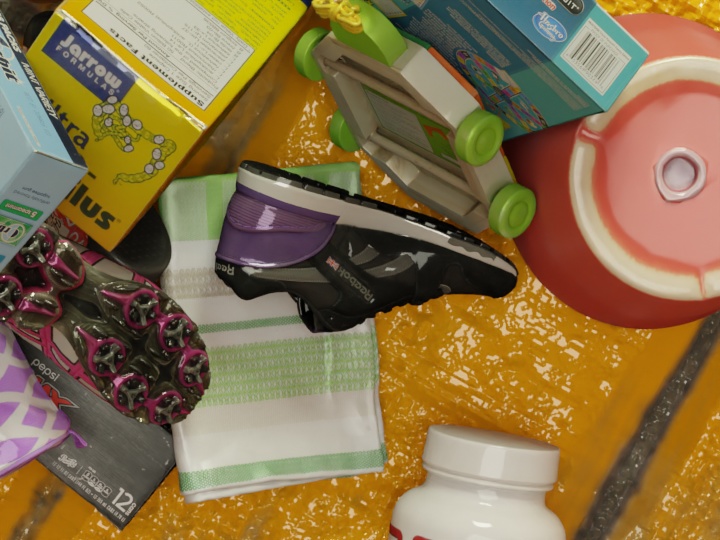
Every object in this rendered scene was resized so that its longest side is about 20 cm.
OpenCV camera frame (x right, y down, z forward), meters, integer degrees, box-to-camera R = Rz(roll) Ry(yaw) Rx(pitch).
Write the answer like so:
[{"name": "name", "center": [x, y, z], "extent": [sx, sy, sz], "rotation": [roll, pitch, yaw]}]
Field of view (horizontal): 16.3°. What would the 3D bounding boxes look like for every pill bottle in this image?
[{"name": "pill bottle", "center": [0.067, 0.203, 1.570], "extent": [0.111, 0.112, 0.202], "rotation": [9, 94, -2]}]

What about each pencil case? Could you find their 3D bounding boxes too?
[{"name": "pencil case", "center": [-0.245, 0.033, 1.506], "extent": [0.085, 0.084, 0.201], "rotation": [-25, 94, -21]}]

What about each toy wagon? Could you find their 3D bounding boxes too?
[{"name": "toy wagon", "center": [0.027, -0.100, 1.506], "extent": [0.155, 0.200, 0.040], "rotation": [30, 69, 38]}]

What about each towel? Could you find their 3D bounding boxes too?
[{"name": "towel", "center": [-0.053, 0.037, 1.566], "extent": [0.148, 0.031, 0.202], "rotation": [-7, 95, -31]}]

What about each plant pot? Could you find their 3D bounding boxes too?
[{"name": "plant pot", "center": [0.185, -0.058, 1.525], "extent": [0.199, 0.177, 0.202], "rotation": [0, 93, -1]}]

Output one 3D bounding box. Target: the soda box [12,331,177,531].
[{"name": "soda box", "center": [-0.203, 0.071, 1.579], "extent": [0.200, 0.063, 0.071], "rotation": [40, 91, -4]}]

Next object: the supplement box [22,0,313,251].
[{"name": "supplement box", "center": [-0.126, -0.121, 1.489], "extent": [0.109, 0.200, 0.110], "rotation": [38, 122, -3]}]

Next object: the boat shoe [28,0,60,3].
[{"name": "boat shoe", "center": [-0.145, -0.249, 1.564], "extent": [0.200, 0.070, 0.070], "rotation": [-38, 56, -2]}]

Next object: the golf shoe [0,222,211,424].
[{"name": "golf shoe", "center": [-0.167, 0.019, 1.476], "extent": [0.200, 0.092, 0.073], "rotation": [41, 83, -36]}]

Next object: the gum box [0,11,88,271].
[{"name": "gum box", "center": [-0.256, -0.048, 1.402], "extent": [0.200, 0.044, 0.170], "rotation": [-47, 52, 20]}]

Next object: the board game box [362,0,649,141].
[{"name": "board game box", "center": [0.063, -0.147, 1.468], "extent": [0.151, 0.200, 0.047], "rotation": [42, 75, -12]}]

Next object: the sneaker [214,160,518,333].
[{"name": "sneaker", "center": [0.000, 0.000, 1.556], "extent": [0.199, 0.076, 0.088], "rotation": [17, 96, -24]}]

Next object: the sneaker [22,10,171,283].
[{"name": "sneaker", "center": [-0.186, -0.054, 1.567], "extent": [0.067, 0.108, 0.203], "rotation": [-2, 59, -37]}]
